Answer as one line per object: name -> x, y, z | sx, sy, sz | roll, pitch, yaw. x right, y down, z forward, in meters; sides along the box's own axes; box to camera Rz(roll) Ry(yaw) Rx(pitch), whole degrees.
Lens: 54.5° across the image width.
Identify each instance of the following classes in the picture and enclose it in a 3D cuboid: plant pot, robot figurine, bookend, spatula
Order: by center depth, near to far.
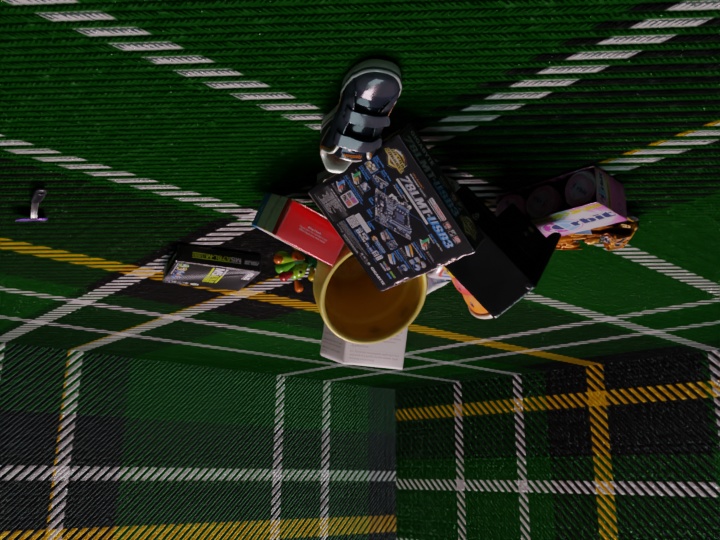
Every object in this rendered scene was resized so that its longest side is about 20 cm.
bookend -> 0.204, -0.062, 1.118 | 0.092, 0.199, 0.200 | -44, 179, 37
plant pot -> 0.000, 0.000, 1.281 | 0.198, 0.203, 0.189 | 7, -156, -21
spatula -> -0.599, -0.117, 1.286 | 0.056, 0.021, 0.200 | -5, 166, -31
robot figurine -> 0.432, -0.074, 1.340 | 0.197, 0.059, 0.145 | -1, 165, 8

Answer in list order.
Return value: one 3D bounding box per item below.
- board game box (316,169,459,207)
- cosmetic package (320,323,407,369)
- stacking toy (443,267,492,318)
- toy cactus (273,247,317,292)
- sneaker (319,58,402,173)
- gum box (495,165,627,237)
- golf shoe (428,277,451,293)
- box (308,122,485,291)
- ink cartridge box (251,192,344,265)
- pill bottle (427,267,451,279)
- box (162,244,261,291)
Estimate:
board game box -> 0.048, -0.128, 1.163 | 0.199, 0.065, 0.147 | 14, 158, -42
cosmetic package -> 0.012, 0.128, 1.724 | 0.163, 0.203, 0.165 | 10, 177, -23
stacking toy -> 0.191, -0.021, 1.246 | 0.199, 0.147, 0.146 | 37, 149, -22
toy cactus -> -0.097, -0.023, 1.442 | 0.163, 0.103, 0.200 | -24, -178, 3
sneaker -> 0.000, -0.193, 0.917 | 0.077, 0.080, 0.200 | 7, 161, -17
gum box -> 0.342, -0.108, 1.212 | 0.199, 0.067, 0.113 | -15, 159, 42
golf shoe -> 0.147, 0.009, 1.464 | 0.096, 0.079, 0.200 | -13, -174, 11
box -> 0.050, -0.084, 1.029 | 0.197, 0.050, 0.201 | -26, 106, 41
ink cartridge box -> -0.099, -0.070, 1.176 | 0.115, 0.068, 0.200 | 27, 179, -24
pill bottle -> 0.233, -0.033, 1.393 | 0.197, 0.114, 0.112 | 5, 163, -15
box -> -0.349, -0.002, 1.628 | 0.191, 0.048, 0.200 | 10, 162, -23
